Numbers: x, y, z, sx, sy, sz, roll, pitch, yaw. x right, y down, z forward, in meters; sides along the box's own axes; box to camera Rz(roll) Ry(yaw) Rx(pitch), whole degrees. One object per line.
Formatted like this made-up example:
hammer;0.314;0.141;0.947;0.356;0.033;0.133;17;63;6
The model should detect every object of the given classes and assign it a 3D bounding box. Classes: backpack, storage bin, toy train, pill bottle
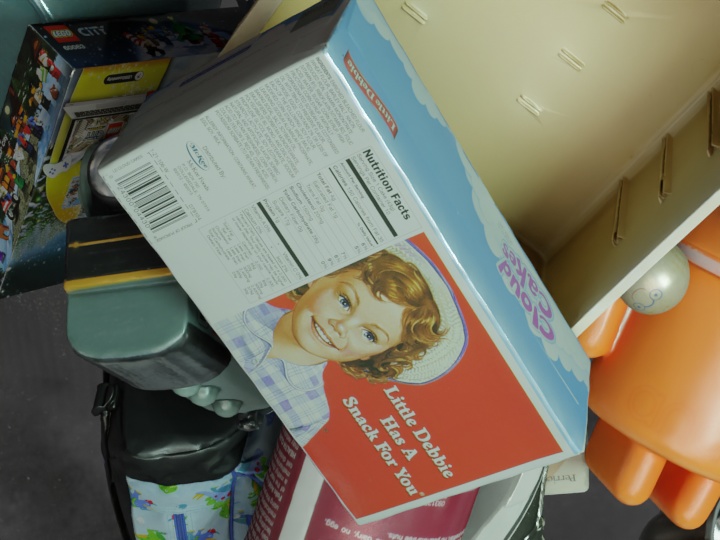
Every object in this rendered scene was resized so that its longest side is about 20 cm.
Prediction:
backpack;-0.094;0.121;0.853;0.151;0.164;0.202;4;128;-13
storage bin;0.062;-0.092;0.592;0.198;0.094;0.200;36;125;-10
toy train;-0.079;0.009;0.674;0.084;0.116;0.200;-5;161;14
pill bottle;-0.004;0.144;0.753;0.113;0.114;0.203;18;101;-4

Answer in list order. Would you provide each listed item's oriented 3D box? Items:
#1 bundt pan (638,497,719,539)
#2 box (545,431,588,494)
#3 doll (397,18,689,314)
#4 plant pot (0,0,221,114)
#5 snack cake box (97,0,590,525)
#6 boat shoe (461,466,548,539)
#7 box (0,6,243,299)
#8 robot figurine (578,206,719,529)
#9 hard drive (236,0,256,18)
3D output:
bundt pan;0.228;0.226;0.858;0.075;0.203;0.203;-14;120;41
box;0.082;0.032;0.820;0.093;0.078;0.202;-7;118;10
doll;0.086;-0.045;0.704;0.199;0.049;0.137;35;125;-10
plant pot;-0.180;-0.140;0.721;0.197;0.135;0.203;3;121;5
snack cake box;0.000;0.000;0.572;0.114;0.067;0.201;-23;114;25
boat shoe;0.070;0.152;0.803;0.063;0.071;0.202;12;107;-36
box;-0.103;-0.068;0.723;0.038;0.199;0.138;43;124;23
robot figurine;0.199;0.039;0.774;0.143;0.116;0.202;28;98;24
hard drive;0.000;-0.214;0.662;0.199;0.042;0.136;-31;77;37
